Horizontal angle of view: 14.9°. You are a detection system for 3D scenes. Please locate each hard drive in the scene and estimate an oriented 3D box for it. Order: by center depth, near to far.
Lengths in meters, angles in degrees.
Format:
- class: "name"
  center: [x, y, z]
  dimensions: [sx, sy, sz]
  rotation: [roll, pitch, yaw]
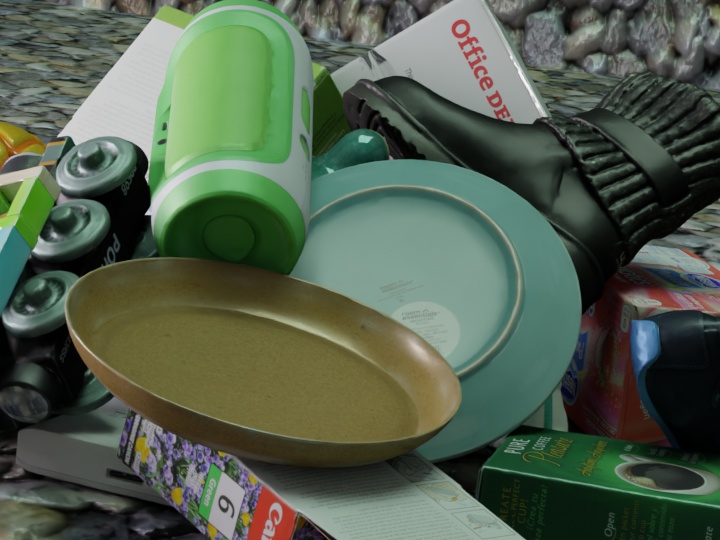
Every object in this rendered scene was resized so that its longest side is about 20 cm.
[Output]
- class: "hard drive"
  center: [-0.078, 0.090, 1.491]
  dimensions: [0.132, 0.027, 0.200]
  rotation: [11, 12, 23]

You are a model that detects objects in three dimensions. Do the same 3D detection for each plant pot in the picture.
- class: "plant pot"
  center: [-0.050, 0.048, 1.347]
  dimensions: [0.199, 0.028, 0.200]
  rotation: [14, 20, -5]

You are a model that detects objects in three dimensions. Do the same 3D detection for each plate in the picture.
- class: "plate"
  center: [0.020, 0.014, 1.483]
  dimensions: [0.199, 0.026, 0.201]
  rotation: [-1, 54, 2]

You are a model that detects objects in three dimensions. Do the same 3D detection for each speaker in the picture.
- class: "speaker"
  center: [-0.069, -0.068, 1.511]
  dimensions: [0.088, 0.089, 0.200]
  rotation: [6, 35, -4]

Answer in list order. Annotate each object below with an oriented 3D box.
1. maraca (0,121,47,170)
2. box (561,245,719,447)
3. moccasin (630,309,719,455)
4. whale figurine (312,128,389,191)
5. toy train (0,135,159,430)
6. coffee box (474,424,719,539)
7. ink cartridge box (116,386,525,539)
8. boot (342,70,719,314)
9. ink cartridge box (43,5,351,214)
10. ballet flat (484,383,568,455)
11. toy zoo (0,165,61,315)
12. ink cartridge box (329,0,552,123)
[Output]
- class: "maraca"
  center: [-0.244, -0.049, 1.900]
  dimensions: [0.199, 0.107, 0.137]
  rotation: [4, 18, -12]
- class: "box"
  center: [0.178, 0.047, 1.677]
  dimensions: [0.102, 0.095, 0.200]
  rotation: [4, 11, -14]
- class: "moccasin"
  center: [0.203, 0.075, 1.485]
  dimensions: [0.068, 0.081, 0.200]
  rotation: [-12, -19, 18]
- class: "whale figurine"
  center: [0.000, 0.000, 1.564]
  dimensions: [0.199, 0.160, 0.104]
  rotation: [2, 6, 24]
- class: "toy train"
  center: [-0.175, 0.004, 1.467]
  dimensions: [0.114, 0.085, 0.200]
  rotation: [-5, 42, 20]
- class: "coffee box"
  center: [0.164, 0.124, 1.409]
  dimensions: [0.199, 0.044, 0.123]
  rotation: [8, 10, 9]
- class: "ink cartridge box"
  center: [-0.016, 0.113, 1.316]
  dimensions: [0.109, 0.051, 0.200]
  rotation: [-4, 29, -42]
- class: "boot"
  center: [0.109, -0.078, 1.640]
  dimensions: [0.211, 0.080, 0.158]
  rotation: [40, 66, 18]
- class: "ink cartridge box"
  center: [-0.118, -0.052, 1.702]
  dimensions: [0.148, 0.200, 0.076]
  rotation: [24, -22, 37]
- class: "ballet flat"
  center: [0.066, 0.060, 1.626]
  dimensions: [0.069, 0.070, 0.200]
  rotation: [1, 12, -27]
- class: "toy zoo"
  center: [-0.239, 0.032, 1.402]
  dimensions: [0.131, 0.020, 0.200]
  rotation: [-11, 39, 30]
- class: "ink cartridge box"
  center: [0.030, -0.061, 1.760]
  dimensions: [0.200, 0.146, 0.084]
  rotation: [-30, -27, 9]
